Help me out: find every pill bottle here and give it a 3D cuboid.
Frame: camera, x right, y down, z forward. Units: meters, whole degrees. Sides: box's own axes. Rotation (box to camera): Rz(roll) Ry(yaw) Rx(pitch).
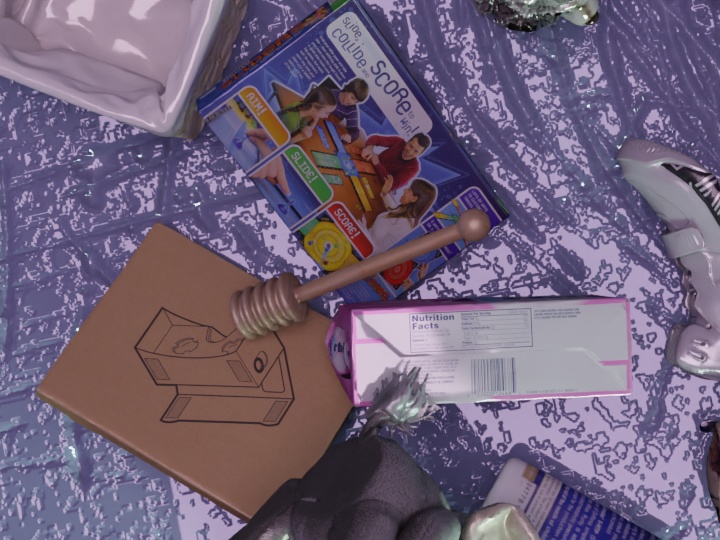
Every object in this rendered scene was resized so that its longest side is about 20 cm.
[{"bbox_3d":[0.162,0.228,1.167,0.199,0.120,0.120,29,93,7],"label":"pill bottle"}]

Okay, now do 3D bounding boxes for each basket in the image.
[{"bbox_3d":[-0.190,-0.186,1.218,0.199,0.123,0.136,21,92,6],"label":"basket"}]

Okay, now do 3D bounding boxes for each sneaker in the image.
[{"bbox_3d":[0.236,0.004,1.182,0.200,0.075,0.115,41,91,3],"label":"sneaker"}]

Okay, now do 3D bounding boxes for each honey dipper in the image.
[{"bbox_3d":[0.000,0.000,1.173,0.199,0.038,0.038,-21,86,24],"label":"honey dipper"}]

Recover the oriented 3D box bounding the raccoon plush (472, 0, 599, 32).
[{"bbox_3d":[0.087,-0.236,1.175,0.199,0.134,0.097,31,94,7],"label":"raccoon plush"}]

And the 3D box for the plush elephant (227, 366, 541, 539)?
[{"bbox_3d":[0.022,0.184,1.065,0.155,0.164,0.200,49,60,-26],"label":"plush elephant"}]

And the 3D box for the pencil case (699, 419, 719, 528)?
[{"bbox_3d":[0.337,0.129,1.163,0.198,0.089,0.078,-8,100,5],"label":"pencil case"}]

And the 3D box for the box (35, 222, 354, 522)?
[{"bbox_3d":[-0.105,0.074,1.217,0.199,0.021,0.164,29,64,7],"label":"box"}]

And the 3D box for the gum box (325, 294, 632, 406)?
[{"bbox_3d":[0.077,0.053,1.164,0.198,0.113,0.067,-2,91,-5],"label":"gum box"}]

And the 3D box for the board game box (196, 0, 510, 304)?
[{"bbox_3d":[-0.003,-0.079,1.193,0.135,0.034,0.200,-35,112,5],"label":"board game box"}]
